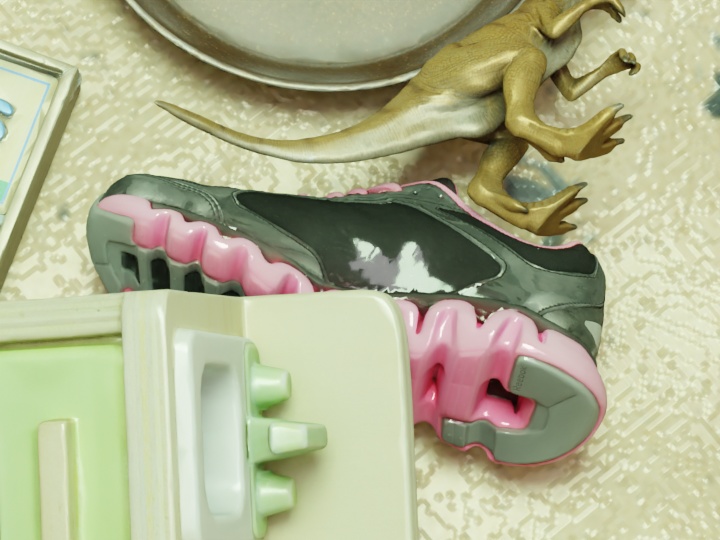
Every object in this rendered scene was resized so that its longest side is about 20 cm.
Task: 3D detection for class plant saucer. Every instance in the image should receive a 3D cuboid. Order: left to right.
[{"bbox_3d":[-0.015,-0.158,1.039,0.199,0.035,0.201,1,73,-4],"label":"plant saucer"}]

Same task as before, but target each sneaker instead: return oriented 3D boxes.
[{"bbox_3d":[0.000,0.000,0.981,0.199,0.079,0.096,19,51,2],"label":"sneaker"}]

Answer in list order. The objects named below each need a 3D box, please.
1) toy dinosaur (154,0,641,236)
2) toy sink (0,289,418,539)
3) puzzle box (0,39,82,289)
[{"bbox_3d":[0.038,-0.061,0.979,0.200,0.061,0.106,-33,62,-20],"label":"toy dinosaur"},{"bbox_3d":[-0.089,0.074,0.885,0.199,0.112,0.131,-3,87,12],"label":"toy sink"},{"bbox_3d":[-0.218,-0.047,0.996,0.199,0.025,0.134,18,72,2],"label":"puzzle box"}]
